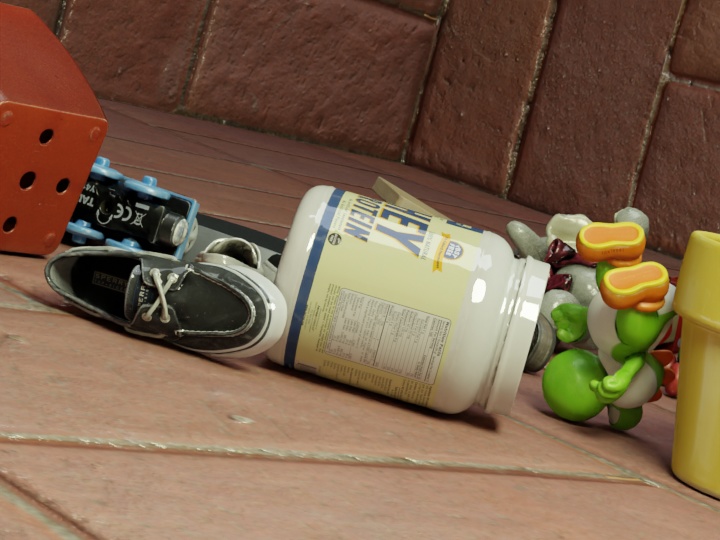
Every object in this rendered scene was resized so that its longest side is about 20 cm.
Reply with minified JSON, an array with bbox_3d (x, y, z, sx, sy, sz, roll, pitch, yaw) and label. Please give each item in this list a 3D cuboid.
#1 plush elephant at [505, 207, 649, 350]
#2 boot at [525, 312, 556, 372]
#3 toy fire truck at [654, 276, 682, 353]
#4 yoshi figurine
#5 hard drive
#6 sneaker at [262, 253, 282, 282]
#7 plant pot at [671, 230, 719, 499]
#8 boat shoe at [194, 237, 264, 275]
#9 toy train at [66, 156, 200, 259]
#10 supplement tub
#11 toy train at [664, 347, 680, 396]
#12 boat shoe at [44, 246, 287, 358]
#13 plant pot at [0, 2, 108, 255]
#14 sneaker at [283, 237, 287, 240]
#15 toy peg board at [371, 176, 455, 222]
[{"bbox_3d":[0.211,0.004,2.154,0.154,0.165,0.200,34,-14,28],"label":"plush elephant"},{"bbox_3d":[0.082,0.025,1.939,0.173,0.070,0.200,22,5,-28],"label":"boot"},{"bbox_3d":[0.328,0.046,2.327,0.199,0.130,0.176,-4,18,-42],"label":"toy fire truck"},{"bbox_3d":[0.196,0.061,1.673,0.111,0.201,0.112,23,51,25],"label":"yoshi figurine"},{"bbox_3d":[-0.131,-0.020,2.025,0.199,0.043,0.135,18,7,22],"label":"hard drive"},{"bbox_3d":[0.000,0.000,1.814,0.200,0.112,0.073,29,-7,48],"label":"sneaker"},{"bbox_3d":[0.328,0.086,1.586,0.199,0.190,0.201,16,7,-2],"label":"plant pot"},{"bbox_3d":[-0.114,0.003,1.769,0.071,0.066,0.200,16,6,7],"label":"boat shoe"},{"bbox_3d":[-0.243,-0.061,1.940,0.199,0.087,0.114,18,1,19],"label":"toy train"},{"bbox_3d":[0.036,0.027,1.578,0.199,0.146,0.145,16,7,3],"label":"supplement tub"},{"bbox_3d":[0.358,0.079,2.027,0.084,0.117,0.200,15,6,-2],"label":"toy train"},{"bbox_3d":[-0.151,0.018,1.534,0.199,0.072,0.068,16,4,29],"label":"boat shoe"},{"bbox_3d":[-0.340,-0.116,1.770,0.176,0.201,0.199,36,17,34],"label":"plant pot"},{"bbox_3d":[-0.008,-0.002,2.089,0.199,0.081,0.077,1,39,36],"label":"sneaker"},{"bbox_3d":[0.092,-0.006,2.326,0.198,0.098,0.200,31,5,-10],"label":"toy peg board"}]
